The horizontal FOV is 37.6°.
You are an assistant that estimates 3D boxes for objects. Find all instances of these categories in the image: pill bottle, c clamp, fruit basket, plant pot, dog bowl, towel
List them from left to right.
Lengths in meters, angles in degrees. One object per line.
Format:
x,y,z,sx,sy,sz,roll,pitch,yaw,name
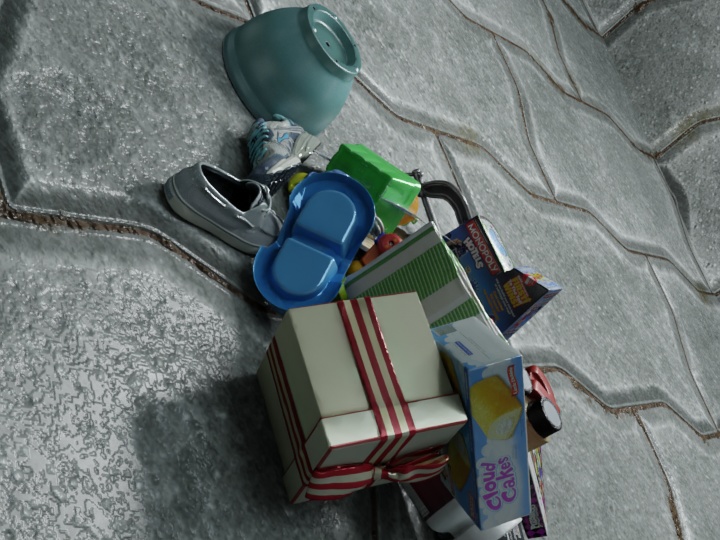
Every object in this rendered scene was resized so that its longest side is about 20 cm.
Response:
-0.083,-0.303,1.546,0.200,0.134,0.201,39,35,-34,plant pot
-0.057,-0.028,1.319,0.111,0.050,0.201,24,66,6,dog bowl
0.032,-0.104,1.557,0.185,0.094,0.200,37,0,28,fruit basket
0.078,0.063,1.274,0.201,0.152,0.023,61,17,11,towel
0.134,-0.076,1.706,0.027,0.170,0.201,-30,105,-29,c clamp
0.105,0.252,1.314,0.201,0.110,0.109,54,27,15,pill bottle

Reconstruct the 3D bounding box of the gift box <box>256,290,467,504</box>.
0.000,0.155,1.170,0.183,0.200,0.188,-9,61,-20,gift box

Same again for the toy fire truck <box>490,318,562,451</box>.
0.170,0.128,1.382,0.176,0.128,0.200,49,28,-15,toy fire truck

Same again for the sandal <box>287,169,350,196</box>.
-0.044,-0.059,1.427,0.079,0.087,0.201,24,48,-50,sandal

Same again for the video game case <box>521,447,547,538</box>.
0.237,0.255,1.550,0.200,0.036,0.182,-79,155,-59,video game case

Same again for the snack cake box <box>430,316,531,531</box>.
0.130,0.167,1.172,0.115,0.067,0.202,-139,-142,-62,snack cake box

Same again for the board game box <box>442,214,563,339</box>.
0.194,0.027,1.609,0.062,0.199,0.201,-5,68,-58,board game box

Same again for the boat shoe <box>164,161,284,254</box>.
-0.146,-0.077,1.293,0.200,0.071,0.070,25,42,-49,boat shoe

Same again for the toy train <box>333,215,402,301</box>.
0.000,0.000,1.369,0.115,0.085,0.201,-30,73,-19,toy train

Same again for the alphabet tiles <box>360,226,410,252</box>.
0.053,-0.040,1.532,0.199,0.015,0.196,28,16,-6,alphabet tiles

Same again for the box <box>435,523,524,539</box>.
0.146,0.283,1.453,0.160,0.043,0.201,25,44,-47,box

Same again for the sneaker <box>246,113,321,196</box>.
-0.125,-0.155,1.423,0.086,0.078,0.200,42,23,-6,sneaker
